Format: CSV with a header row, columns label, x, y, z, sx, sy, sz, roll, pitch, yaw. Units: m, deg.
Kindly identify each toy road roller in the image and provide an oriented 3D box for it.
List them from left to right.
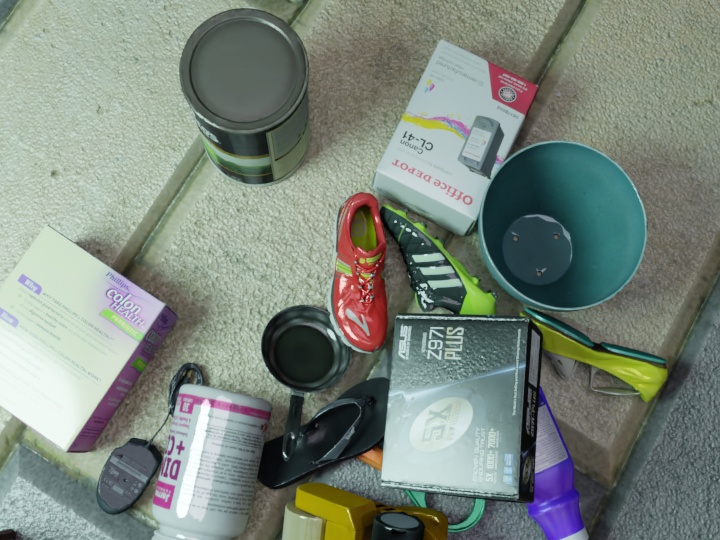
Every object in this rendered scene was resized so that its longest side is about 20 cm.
label,x,y,z,sx,sy,sz,roll,pitch,yaw
toy road roller,0.016,0.323,1.015,0.198,0.145,0.125,9,94,35

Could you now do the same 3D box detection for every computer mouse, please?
label,x,y,z,sx,sy,sz,roll,pitch,yaw
computer mouse,-0.253,0.202,1.067,0.058,0.034,0.201,34,72,-4

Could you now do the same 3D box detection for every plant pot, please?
label,x,y,z,sx,sy,sz,roll,pitch,yaw
plant pot,0.234,-0.041,1.083,0.196,0.135,0.204,0,78,-2

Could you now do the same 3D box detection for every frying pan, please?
label,x,y,z,sx,sy,sz,roll,pitch,yaw
frying pan,-0.059,0.132,1.066,0.113,0.031,0.193,-7,65,-18

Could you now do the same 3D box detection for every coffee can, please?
label,x,y,z,sx,sy,sz,roll,pitch,yaw
coffee can,-0.132,-0.201,1.066,0.144,0.200,0.149,0,78,-2

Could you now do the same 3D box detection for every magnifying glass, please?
label,x,y,z,sx,sy,sz,roll,pitch,yaw
magnifying glass,0.060,0.251,1.075,0.198,0.022,0.080,28,79,1

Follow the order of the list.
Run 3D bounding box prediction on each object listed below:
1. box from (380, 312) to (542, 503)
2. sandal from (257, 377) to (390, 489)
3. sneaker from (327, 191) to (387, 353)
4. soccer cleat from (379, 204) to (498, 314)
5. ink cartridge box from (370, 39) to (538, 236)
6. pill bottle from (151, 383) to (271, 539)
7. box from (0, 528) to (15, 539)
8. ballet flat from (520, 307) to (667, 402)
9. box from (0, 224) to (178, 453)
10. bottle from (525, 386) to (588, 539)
label,x,y,z,sx,sy,sz,roll,pitch,yaw
box,0.119,0.157,1.015,0.161,0.086,0.203,1,75,24
sandal,-0.038,0.197,1.051,0.199,0.043,0.077,-33,62,-3
sneaker,0.000,0.000,1.083,0.076,0.085,0.203,-3,78,-15
soccer cleat,0.085,0.001,1.106,0.081,0.068,0.200,-45,84,3
ink cartridge box,0.121,-0.170,1.131,0.146,0.086,0.202,26,77,3
pill bottle,-0.176,0.241,1.016,0.111,0.113,0.203,11,78,0
box,-0.465,0.401,0.944,0.163,0.164,0.203,-12,79,-5
ballet flat,0.284,0.111,1.095,0.197,0.067,0.068,20,99,0
box,-0.350,0.084,1.050,0.175,0.097,0.202,32,79,4
bottle,0.214,0.234,1.061,0.082,0.065,0.202,-22,80,-1
